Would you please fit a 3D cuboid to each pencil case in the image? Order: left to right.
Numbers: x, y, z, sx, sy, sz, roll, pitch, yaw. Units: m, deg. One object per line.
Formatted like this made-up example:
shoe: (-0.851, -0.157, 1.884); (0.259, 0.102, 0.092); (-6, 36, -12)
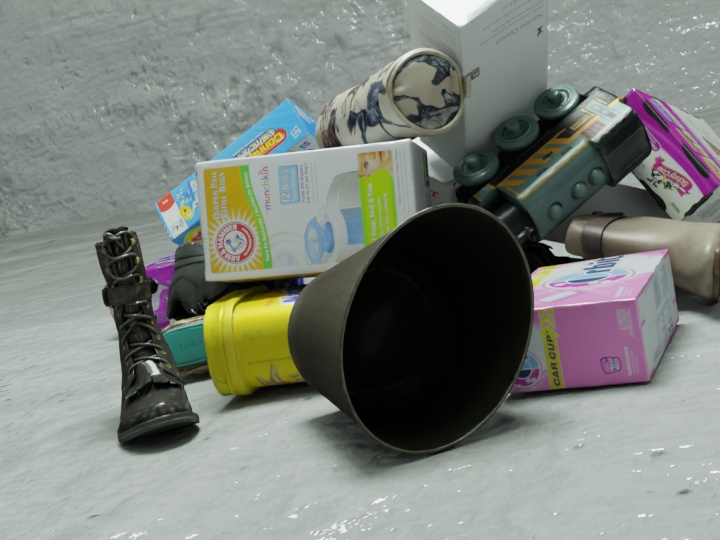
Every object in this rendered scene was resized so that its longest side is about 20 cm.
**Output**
pencil case: (0.030, -0.149, 1.371); (0.089, 0.078, 0.200); (-15, -1, -22)

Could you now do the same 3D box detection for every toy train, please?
toy train: (0.177, -0.097, 1.372); (0.200, 0.085, 0.114); (-39, 40, -12)

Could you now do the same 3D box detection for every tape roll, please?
tape roll: (0.223, -0.061, 1.526); (0.202, 0.071, 0.202); (10, 2, 0)

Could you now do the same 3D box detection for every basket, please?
basket: (0.024, 0.044, 1.102); (0.136, 0.181, 0.200); (26, -10, -15)

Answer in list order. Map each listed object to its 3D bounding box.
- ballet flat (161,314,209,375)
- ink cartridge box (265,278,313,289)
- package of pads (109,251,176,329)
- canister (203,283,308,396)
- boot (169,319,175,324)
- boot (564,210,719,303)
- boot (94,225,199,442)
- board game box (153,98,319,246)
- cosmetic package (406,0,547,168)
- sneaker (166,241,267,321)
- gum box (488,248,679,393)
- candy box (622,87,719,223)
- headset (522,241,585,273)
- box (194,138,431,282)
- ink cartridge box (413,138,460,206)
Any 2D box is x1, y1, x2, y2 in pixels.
ballet flat: (-0.103, 0.061, 1.447); (0.200, 0.071, 0.065); (-8, -6, 3)
ink cartridge box: (-0.092, 0.016, 1.510); (0.200, 0.095, 0.037); (-31, -44, 32)
package of pads: (-0.227, 0.021, 1.844); (0.120, 0.076, 0.200); (-13, 8, 14)
canister: (-0.023, 0.051, 1.315); (0.200, 0.087, 0.149); (-8, 6, 12)
boot: (-0.135, -0.007, 1.631); (0.200, 0.073, 0.090); (-50, -12, 25)
boot: (0.258, -0.019, 1.315); (0.146, 0.070, 0.200); (12, 1, 16)
boot: (-0.196, 0.049, 1.258); (0.069, 0.174, 0.200); (-13, 8, -11)
board game box: (-0.098, -0.081, 1.657); (0.196, 0.056, 0.200); (-37, -30, 13)
cosmetic package: (0.114, -0.198, 1.383); (0.113, 0.200, 0.081); (-35, 53, -18)
sneaker: (-0.131, 0.013, 1.473); (0.076, 0.091, 0.200); (27, -24, -26)
gum box: (0.185, 0.037, 1.174); (0.113, 0.066, 0.200); (-7, 9, 21)
candy box: (0.334, -0.103, 1.478); (0.061, 0.136, 0.200); (-46, -26, 22)
headset: (0.160, -0.007, 1.418); (0.200, 0.094, 0.124); (1, 9, 6)
box: (-0.039, -0.051, 1.330); (0.200, 0.113, 0.101); (-5, -2, 11)
ink cartridge box: (0.049, -0.083, 1.565); (0.145, 0.200, 0.084); (23, 59, 16)
